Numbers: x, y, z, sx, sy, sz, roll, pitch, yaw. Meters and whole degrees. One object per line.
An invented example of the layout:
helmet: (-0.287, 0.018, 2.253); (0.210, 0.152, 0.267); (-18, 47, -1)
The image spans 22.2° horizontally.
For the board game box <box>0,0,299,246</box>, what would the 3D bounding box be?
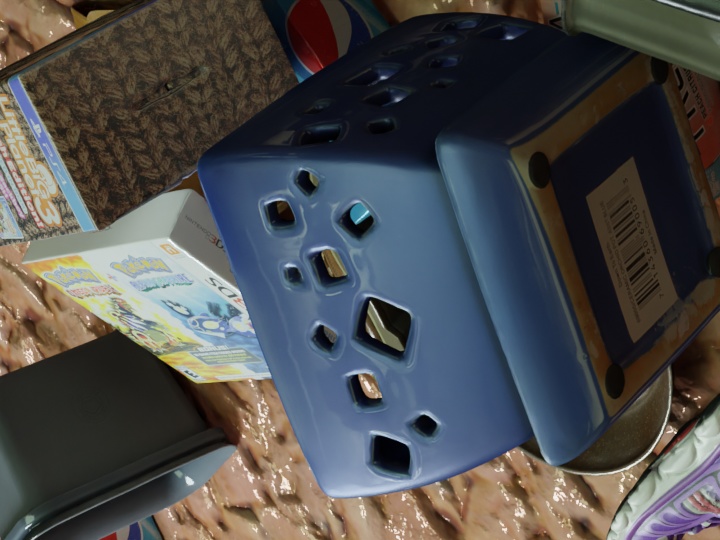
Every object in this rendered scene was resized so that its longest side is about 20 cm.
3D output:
board game box: (-0.157, -0.097, 1.124); (0.199, 0.159, 0.097); (-6, 114, 59)

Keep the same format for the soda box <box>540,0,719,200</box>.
soda box: (0.142, -0.123, 0.973); (0.068, 0.063, 0.202); (13, 126, 43)

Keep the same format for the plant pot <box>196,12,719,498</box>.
plant pot: (0.067, -0.016, 0.927); (0.179, 0.200, 0.201); (-4, 114, 42)

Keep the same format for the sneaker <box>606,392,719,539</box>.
sneaker: (0.212, 0.127, 1.070); (0.083, 0.081, 0.200); (43, 141, 8)

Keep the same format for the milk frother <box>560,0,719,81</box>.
milk frother: (0.205, -0.172, 0.793); (0.187, 0.180, 0.202); (22, 90, 14)

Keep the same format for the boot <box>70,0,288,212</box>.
boot: (-0.133, -0.116, 1.281); (0.200, 0.071, 0.145); (21, 132, 44)

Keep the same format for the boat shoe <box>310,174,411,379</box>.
boat shoe: (0.000, 0.000, 1.216); (0.068, 0.072, 0.201); (-7, 110, 50)

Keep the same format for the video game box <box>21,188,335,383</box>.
video game box: (-0.119, 0.017, 1.315); (0.182, 0.047, 0.199); (40, 152, -29)

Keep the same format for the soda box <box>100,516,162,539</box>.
soda box: (-0.230, 0.231, 1.653); (0.068, 0.064, 0.201); (-7, 111, 50)

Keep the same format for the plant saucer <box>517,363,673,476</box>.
plant saucer: (0.118, 0.031, 1.136); (0.200, 0.037, 0.202); (29, 136, 32)

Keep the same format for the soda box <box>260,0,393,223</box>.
soda box: (-0.026, -0.136, 1.139); (0.201, 0.064, 0.068); (54, 143, 2)

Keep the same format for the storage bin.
storage bin: (-0.226, 0.142, 1.489); (0.135, 0.199, 0.146); (60, 145, 14)
